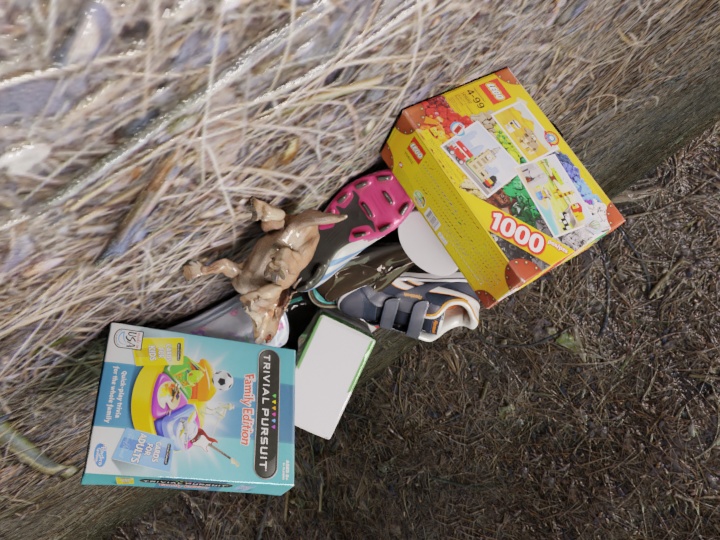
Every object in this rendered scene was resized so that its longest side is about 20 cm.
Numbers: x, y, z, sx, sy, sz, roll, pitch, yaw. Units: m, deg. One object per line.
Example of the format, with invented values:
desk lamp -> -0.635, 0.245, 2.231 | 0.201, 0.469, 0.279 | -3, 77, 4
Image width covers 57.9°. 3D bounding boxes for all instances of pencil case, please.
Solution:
pencil case -> -0.184, 0.088, 0.779 | 0.200, 0.091, 0.083 | -24, -161, -33

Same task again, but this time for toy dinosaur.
toy dinosaur -> -0.081, -0.012, 0.663 | 0.200, 0.086, 0.135 | -44, 165, 23

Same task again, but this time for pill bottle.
pill bottle -> 0.136, -0.084, 0.772 | 0.200, 0.112, 0.112 | -42, 174, -33

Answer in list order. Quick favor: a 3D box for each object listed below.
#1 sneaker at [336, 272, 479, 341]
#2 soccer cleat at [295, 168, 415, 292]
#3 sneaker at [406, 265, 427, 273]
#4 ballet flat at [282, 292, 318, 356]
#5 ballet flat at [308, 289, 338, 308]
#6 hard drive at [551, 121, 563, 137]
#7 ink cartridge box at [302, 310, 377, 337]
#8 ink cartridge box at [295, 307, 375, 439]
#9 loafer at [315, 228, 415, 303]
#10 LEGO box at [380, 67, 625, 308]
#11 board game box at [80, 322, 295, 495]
sneaker -> 0.068, 0.050, 0.890 | 0.199, 0.080, 0.079 | -5, 143, -7
soccer cleat -> -0.015, -0.051, 0.744 | 0.200, 0.070, 0.086 | -37, -175, 22
sneaker -> 0.070, 0.025, 1.018 | 0.081, 0.074, 0.200 | -8, 167, -15
ballet flat -> -0.124, 0.091, 1.005 | 0.068, 0.068, 0.200 | -14, 149, -31
ballet flat -> 0.000, 0.000, 0.967 | 0.200, 0.070, 0.070 | -28, 167, -26
hard drive -> 0.195, -0.145, 0.966 | 0.200, 0.033, 0.139 | -41, 166, 30
ink cartridge box -> 0.000, 0.101, 1.146 | 0.199, 0.050, 0.161 | 3, 170, 9
ink cartridge box -> -0.049, 0.133, 0.929 | 0.200, 0.084, 0.145 | -138, -107, -87
loafer -> 0.026, -0.013, 0.846 | 0.199, 0.072, 0.073 | -16, -152, 5
LEGO box -> 0.140, -0.086, 0.659 | 0.149, 0.200, 0.077 | -28, 167, -26
board game box -> -0.168, 0.144, 0.671 | 0.199, 0.151, 0.047 | 11, 146, -22
